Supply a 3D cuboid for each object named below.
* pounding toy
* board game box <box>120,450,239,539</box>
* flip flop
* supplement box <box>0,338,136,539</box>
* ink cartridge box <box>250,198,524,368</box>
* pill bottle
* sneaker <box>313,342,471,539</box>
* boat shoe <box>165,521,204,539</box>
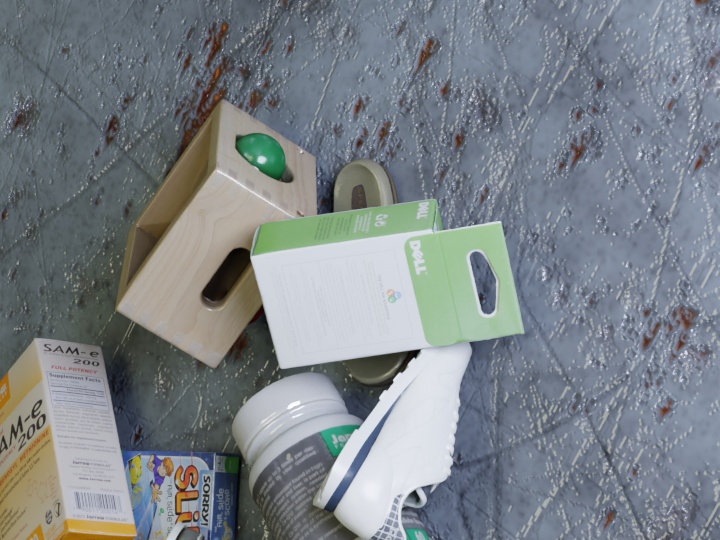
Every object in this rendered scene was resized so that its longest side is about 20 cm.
[{"bbox_3d":[-0.092,-0.033,1.647,0.200,0.142,0.184,-52,17,20],"label":"pounding toy"},{"bbox_3d":[-0.172,0.262,1.741,0.135,0.034,0.201,-4,80,39],"label":"board game box"},{"bbox_3d":[0.000,0.000,1.632,0.081,0.057,0.201,-15,72,34],"label":"flip flop"},{"bbox_3d":[-0.279,0.180,1.785,0.126,0.073,0.201,-46,48,39],"label":"supplement box"},{"bbox_3d":[0.023,0.007,1.533,0.199,0.059,0.104,-8,116,10],"label":"ink cartridge box"},{"bbox_3d":[-0.022,0.189,1.582,0.113,0.113,0.200,-45,58,24],"label":"pill bottle"},{"bbox_3d":[0.042,0.131,1.533,0.080,0.200,0.076,32,147,7],"label":"sneaker"},{"bbox_3d":[-0.160,0.317,1.658,0.060,0.072,0.203,12,78,11],"label":"boat shoe"}]
